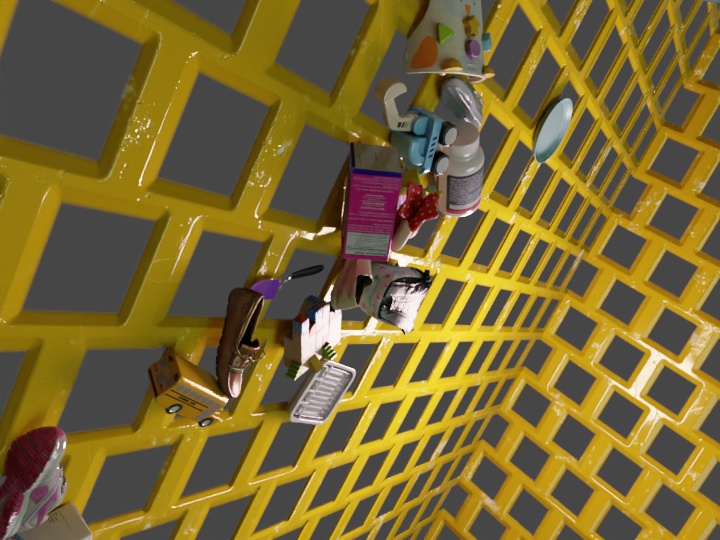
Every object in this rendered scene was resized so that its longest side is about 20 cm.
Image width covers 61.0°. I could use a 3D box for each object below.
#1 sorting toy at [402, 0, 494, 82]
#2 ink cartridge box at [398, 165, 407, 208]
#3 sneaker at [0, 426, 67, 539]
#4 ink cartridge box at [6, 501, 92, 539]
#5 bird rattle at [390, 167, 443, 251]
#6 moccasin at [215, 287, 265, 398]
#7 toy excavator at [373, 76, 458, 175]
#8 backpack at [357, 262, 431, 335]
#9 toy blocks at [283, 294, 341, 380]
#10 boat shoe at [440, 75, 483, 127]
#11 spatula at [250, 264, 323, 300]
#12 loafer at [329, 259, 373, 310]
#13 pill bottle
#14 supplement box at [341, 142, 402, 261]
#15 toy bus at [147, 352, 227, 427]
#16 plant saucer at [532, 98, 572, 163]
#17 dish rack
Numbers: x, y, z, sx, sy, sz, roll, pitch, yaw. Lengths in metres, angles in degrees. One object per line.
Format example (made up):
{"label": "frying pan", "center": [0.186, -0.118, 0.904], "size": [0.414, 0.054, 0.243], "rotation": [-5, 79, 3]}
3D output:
{"label": "sorting toy", "center": [0.187, -0.468, 1.173], "size": [0.196, 0.105, 0.186], "rotation": [-8, 104, -39]}
{"label": "ink cartridge box", "center": [0.081, -0.132, 1.400], "size": [0.094, 0.037, 0.203], "rotation": [-37, 147, -29]}
{"label": "sneaker", "center": [-0.498, 0.321, 0.946], "size": [0.202, 0.081, 0.087], "rotation": [-56, 152, 15]}
{"label": "ink cartridge box", "center": [-0.558, 0.511, 1.022], "size": [0.197, 0.083, 0.148], "rotation": [-21, 135, -46]}
{"label": "bird rattle", "center": [0.107, -0.110, 1.237], "size": [0.202, 0.110, 0.166], "rotation": [-87, -159, -59]}
{"label": "moccasin", "center": [-0.217, 0.137, 1.131], "size": [0.074, 0.075, 0.208], "rotation": [1, 103, -78]}
{"label": "toy excavator", "center": [0.100, -0.286, 1.235], "size": [0.196, 0.099, 0.199], "rotation": [-15, 130, -37]}
{"label": "backpack", "center": [0.071, 0.060, 1.477], "size": [0.198, 0.124, 0.172], "rotation": [7, 102, -56]}
{"label": "toy blocks", "center": [-0.102, 0.122, 1.326], "size": [0.199, 0.098, 0.141], "rotation": [-36, 137, -49]}
{"label": "boat shoe", "center": [0.228, -0.384, 1.358], "size": [0.199, 0.070, 0.064], "rotation": [27, 72, -63]}
{"label": "spatula", "center": [-0.143, 0.019, 1.224], "size": [0.198, 0.021, 0.057], "rotation": [-25, 150, -46]}
{"label": "loafer", "center": [0.000, 0.000, 1.335], "size": [0.205, 0.067, 0.076], "rotation": [-68, 154, -18]}
{"label": "pill bottle", "center": [0.230, -0.238, 1.430], "size": [0.119, 0.119, 0.203], "rotation": [-40, 147, -24]}
{"label": "supplement box", "center": [0.018, -0.132, 1.205], "size": [0.100, 0.103, 0.204], "rotation": [4, 128, -7]}
{"label": "toy bus", "center": [-0.307, 0.221, 1.113], "size": [0.077, 0.066, 0.201], "rotation": [-33, 148, 2]}
{"label": "plant saucer", "center": [0.576, -0.426, 1.851], "size": [0.199, 0.027, 0.204], "rotation": [-37, 145, -31]}
{"label": "dish rack", "center": [-0.102, 0.299, 1.529], "size": [0.174, 0.043, 0.199], "rotation": [-57, 150, -1]}
